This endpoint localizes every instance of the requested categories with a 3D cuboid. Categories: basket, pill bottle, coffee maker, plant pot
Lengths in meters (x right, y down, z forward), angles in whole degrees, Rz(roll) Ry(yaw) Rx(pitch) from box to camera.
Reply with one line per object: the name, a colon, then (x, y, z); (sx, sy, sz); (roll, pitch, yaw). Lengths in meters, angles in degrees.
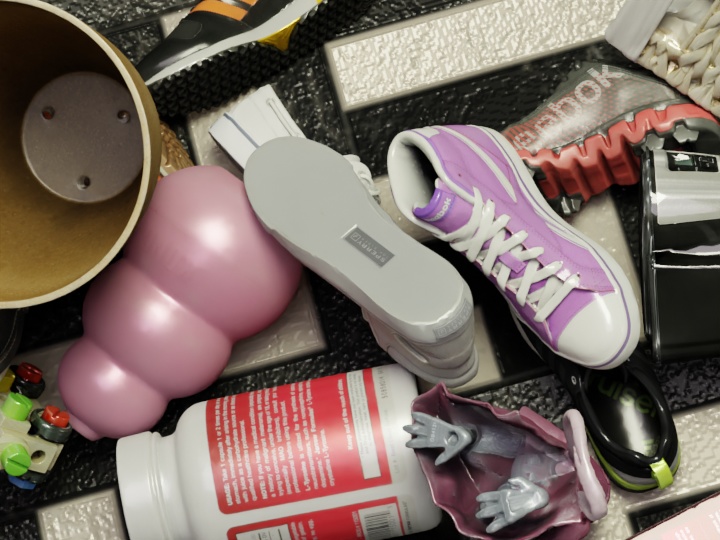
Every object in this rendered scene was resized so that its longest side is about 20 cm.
basket: (0.283, -0.202, 1.322); (0.123, 0.136, 0.200); (43, 55, 8)
pill bottle: (-0.053, 0.133, 1.292); (0.200, 0.112, 0.112); (-11, 73, 1)
coffee maker: (0.283, 0.009, 1.284); (0.200, 0.135, 0.192); (-5, 84, 9)
plant pot: (-0.202, -0.082, 1.258); (0.186, 0.200, 0.187); (1, 98, 8)

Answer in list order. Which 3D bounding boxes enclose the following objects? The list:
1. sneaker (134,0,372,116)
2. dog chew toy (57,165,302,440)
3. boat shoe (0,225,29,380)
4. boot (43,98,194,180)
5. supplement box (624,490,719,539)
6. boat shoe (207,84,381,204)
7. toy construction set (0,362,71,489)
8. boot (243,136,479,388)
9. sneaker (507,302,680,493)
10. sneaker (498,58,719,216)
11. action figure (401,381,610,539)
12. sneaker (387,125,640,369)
sneaker: (-0.089, -0.187, 1.412); (0.200, 0.070, 0.090); (-30, 69, -13)
dog chew toy: (-0.130, 0.028, 1.329); (0.125, 0.125, 0.200); (37, 88, 14)
boat shoe: (-0.252, 0.002, 1.314); (0.072, 0.068, 0.200); (21, 33, -15)
boot: (-0.209, -0.096, 1.403); (0.200, 0.075, 0.107); (39, 99, 9)
supplement box: (0.222, 0.212, 1.273); (0.200, 0.061, 0.109); (-26, 73, -4)
boat shoe: (-0.020, -0.052, 1.364); (0.065, 0.074, 0.200); (-44, 76, -4)
toy construction set: (-0.270, 0.092, 1.301); (0.092, 0.131, 0.200); (-52, 37, 24)
boot: (0.000, 0.000, 1.276); (0.074, 0.096, 0.200); (-36, 57, -14)
sneaker: (0.161, 0.055, 1.312); (0.072, 0.083, 0.200); (-29, 73, -4)
sneaker: (0.146, -0.093, 1.366); (0.200, 0.071, 0.098); (-16, 55, 11)
action figure: (0.114, 0.123, 1.241); (0.149, 0.200, 0.134); (-20, 68, 26)
sneaker: (0.087, -0.013, 1.257); (0.200, 0.114, 0.073); (50, 116, 25)
